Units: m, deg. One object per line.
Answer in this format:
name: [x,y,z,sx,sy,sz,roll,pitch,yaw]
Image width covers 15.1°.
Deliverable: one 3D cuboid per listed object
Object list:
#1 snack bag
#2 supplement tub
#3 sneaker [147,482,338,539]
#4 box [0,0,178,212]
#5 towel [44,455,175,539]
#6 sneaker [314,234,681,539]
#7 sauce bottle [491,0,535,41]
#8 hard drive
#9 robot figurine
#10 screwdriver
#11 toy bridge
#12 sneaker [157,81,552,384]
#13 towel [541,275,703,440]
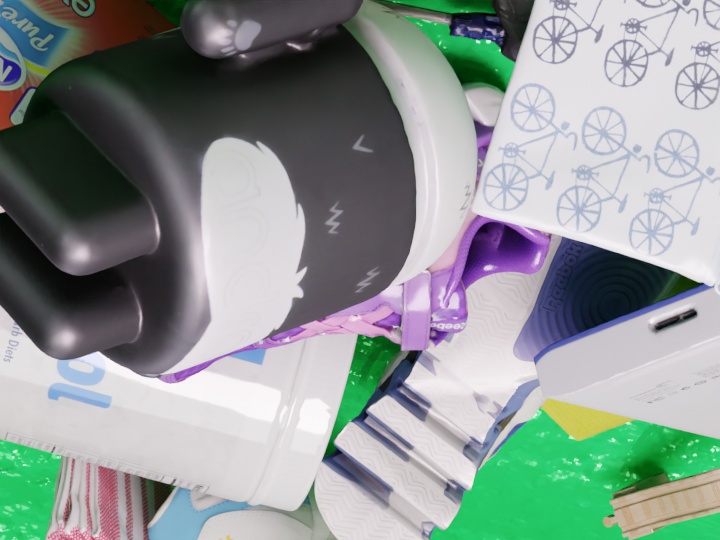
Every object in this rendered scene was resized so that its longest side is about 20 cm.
snack bag: [0.163,-0.082,1.063,0.200,0.021,0.189,18,93,-5]
supplement tub: [-0.109,0.024,1.236,0.200,0.132,0.132,15,137,-7]
sneaker: [-0.031,0.128,1.332,0.081,0.200,0.077,45,106,16]
box: [-0.154,-0.082,1.116,0.200,0.100,0.095,39,147,-17]
towel: [-0.095,0.135,1.340,0.030,0.146,0.200,-25,129,15]
sneaker: [0.056,0.039,1.258,0.081,0.115,0.199,42,97,-3]
sauce bottle: [0.042,-0.172,1.048,0.065,0.065,0.200,-8,134,18]
hard drive: [0.180,0.037,1.199,0.132,0.025,0.200,-23,160,26]
robot figurine: [-0.050,-0.035,1.026,0.150,0.200,0.125,-22,89,55]
screwdriver: [0.021,-0.106,1.147,0.200,0.028,0.029,6,109,-1]
toy bridge: [0.197,0.094,1.295,0.200,0.067,0.027,-24,86,35]
sneaker: [0.000,0.000,1.148,0.200,0.088,0.080,-28,161,-18]
towel: [0.155,0.018,1.270,0.200,0.018,0.086,-27,121,34]
